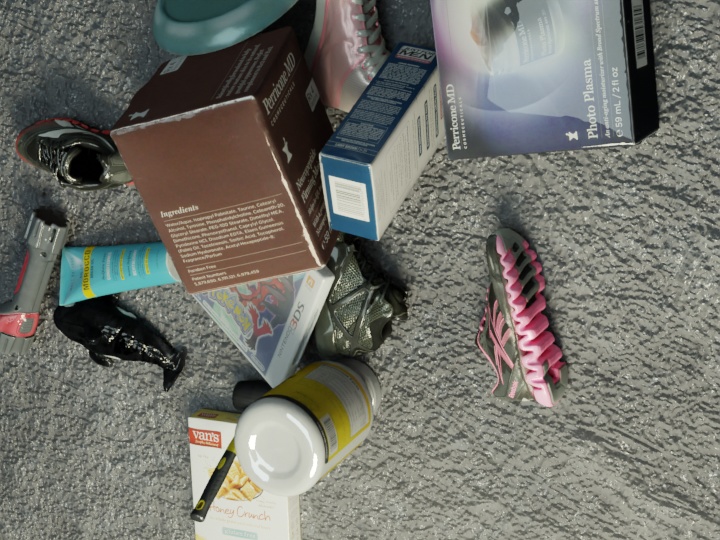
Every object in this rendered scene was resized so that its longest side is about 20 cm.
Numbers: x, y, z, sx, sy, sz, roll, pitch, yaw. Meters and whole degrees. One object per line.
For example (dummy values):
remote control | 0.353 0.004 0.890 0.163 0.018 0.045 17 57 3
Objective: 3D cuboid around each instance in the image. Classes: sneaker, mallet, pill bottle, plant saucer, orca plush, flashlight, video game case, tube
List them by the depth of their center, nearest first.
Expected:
plant saucer | -0.143 -0.309 1.299 0.198 0.202 0.028 -5 138 26
sneaker | 0.002 -0.263 1.300 0.104 0.075 0.202 29 121 21
sneaker | 0.159 0.056 1.318 0.095 0.079 0.203 -9 98 38
pill bottle | -0.052 0.169 1.368 0.111 0.200 0.114 7 106 23
sneaker | 0.000 0.000 1.374 0.113 0.076 0.202 -2 101 18
video game case | -0.124 0.013 1.414 0.200 0.023 0.183 45 130 28
mallet | -0.161 0.213 1.448 0.065 0.201 0.041 11 141 31
sneaker | -0.361 -0.144 1.492 0.198 0.098 0.072 13 111 23
tube | -0.309 -0.002 1.535 0.198 0.050 0.079 -7 72 30
orca plush | -0.327 0.097 1.553 0.199 0.071 0.106 36 116 13
flashlight | -0.443 0.013 1.595 0.067 0.068 0.202 19 109 -7

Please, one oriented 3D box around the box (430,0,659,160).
box | 0.183 -0.222 1.200 0.196 0.123 0.203 -2 102 27

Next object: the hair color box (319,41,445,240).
hair color box | 0.030 -0.137 1.239 0.060 0.201 0.101 15 138 21

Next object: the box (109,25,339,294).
box | -0.124 -0.112 1.240 0.162 0.167 0.202 -10 122 20

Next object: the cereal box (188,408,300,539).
cereal box | -0.148 0.284 1.535 0.142 0.039 0.203 4 105 24
